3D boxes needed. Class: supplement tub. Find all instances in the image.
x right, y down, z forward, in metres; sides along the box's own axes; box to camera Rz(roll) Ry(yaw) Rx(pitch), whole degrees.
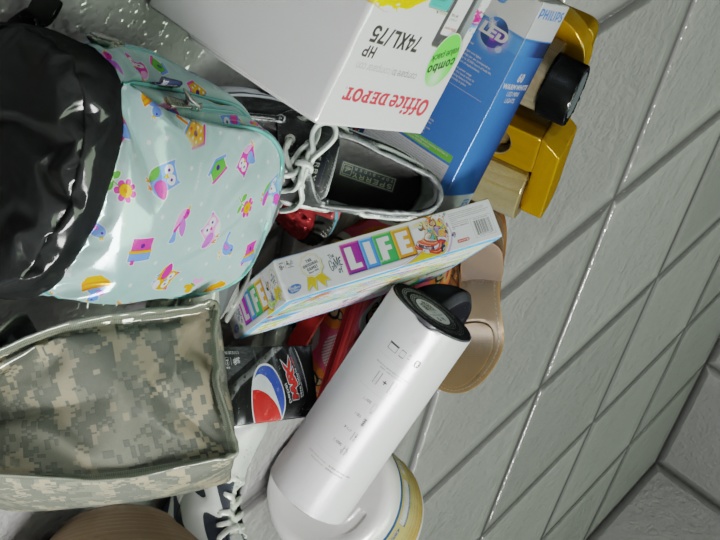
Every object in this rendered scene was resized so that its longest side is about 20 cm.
[{"bbox_3d":[-0.009,0.255,1.463,0.145,0.144,0.200,-52,158,-7],"label":"supplement tub"}]

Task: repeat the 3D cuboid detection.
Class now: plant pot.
[{"bbox_3d":[-0.195,0.253,1.095,0.198,0.094,0.202,-7,147,-5],"label":"plant pot"}]

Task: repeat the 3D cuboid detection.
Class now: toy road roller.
[{"bbox_3d":[0.149,-0.164,1.237,0.146,0.122,0.201,-55,164,-40],"label":"toy road roller"}]

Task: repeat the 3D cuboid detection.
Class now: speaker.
[{"bbox_3d":[0.007,0.115,1.137,0.201,0.081,0.081,-57,158,15],"label":"speaker"}]

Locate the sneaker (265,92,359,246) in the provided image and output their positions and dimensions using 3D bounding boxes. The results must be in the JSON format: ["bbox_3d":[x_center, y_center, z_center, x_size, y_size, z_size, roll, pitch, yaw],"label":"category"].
[{"bbox_3d":[-0.021,-0.106,1.021,0.095,0.079,0.201,-39,153,-38],"label":"sneaker"}]

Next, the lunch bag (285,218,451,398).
[{"bbox_3d":[-0.002,0.045,1.279,0.175,0.082,0.202,-23,141,-46],"label":"lunch bag"}]

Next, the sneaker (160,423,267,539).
[{"bbox_3d":[-0.118,0.231,1.226,0.200,0.129,0.080,-51,159,-10],"label":"sneaker"}]

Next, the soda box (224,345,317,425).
[{"bbox_3d":[-0.107,0.097,1.111,0.199,0.070,0.064,5,77,-66],"label":"soda box"}]

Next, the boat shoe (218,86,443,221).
[{"bbox_3d":[-0.037,-0.072,0.911,0.197,0.068,0.074,19,93,-22],"label":"boat shoe"}]

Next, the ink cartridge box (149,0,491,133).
[{"bbox_3d":[-0.001,-0.208,0.825,0.146,0.145,0.202,-6,128,-61],"label":"ink cartridge box"}]

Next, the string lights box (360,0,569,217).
[{"bbox_3d":[0.078,-0.154,1.122,0.059,0.102,0.202,-8,130,-58],"label":"string lights box"}]

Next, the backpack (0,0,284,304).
[{"bbox_3d":[-0.139,-0.053,0.784,0.199,0.126,0.168,-1,123,-61],"label":"backpack"}]

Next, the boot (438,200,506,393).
[{"bbox_3d":[0.107,0.009,1.382,0.156,0.076,0.202,-86,179,-58],"label":"boot"}]

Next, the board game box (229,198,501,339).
[{"bbox_3d":[0.000,0.000,1.102,0.198,0.035,0.134,-17,171,-27],"label":"board game box"}]

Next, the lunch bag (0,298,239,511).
[{"bbox_3d":[-0.182,0.092,0.851,0.197,0.119,0.164,-9,167,-9],"label":"lunch bag"}]

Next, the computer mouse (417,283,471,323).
[{"bbox_3d":[0.032,0.079,1.235,0.138,0.053,0.201,-19,147,-47],"label":"computer mouse"}]

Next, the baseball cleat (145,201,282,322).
[{"bbox_3d":[-0.098,-0.035,1.002,0.201,0.069,0.106,-58,174,11],"label":"baseball cleat"}]
